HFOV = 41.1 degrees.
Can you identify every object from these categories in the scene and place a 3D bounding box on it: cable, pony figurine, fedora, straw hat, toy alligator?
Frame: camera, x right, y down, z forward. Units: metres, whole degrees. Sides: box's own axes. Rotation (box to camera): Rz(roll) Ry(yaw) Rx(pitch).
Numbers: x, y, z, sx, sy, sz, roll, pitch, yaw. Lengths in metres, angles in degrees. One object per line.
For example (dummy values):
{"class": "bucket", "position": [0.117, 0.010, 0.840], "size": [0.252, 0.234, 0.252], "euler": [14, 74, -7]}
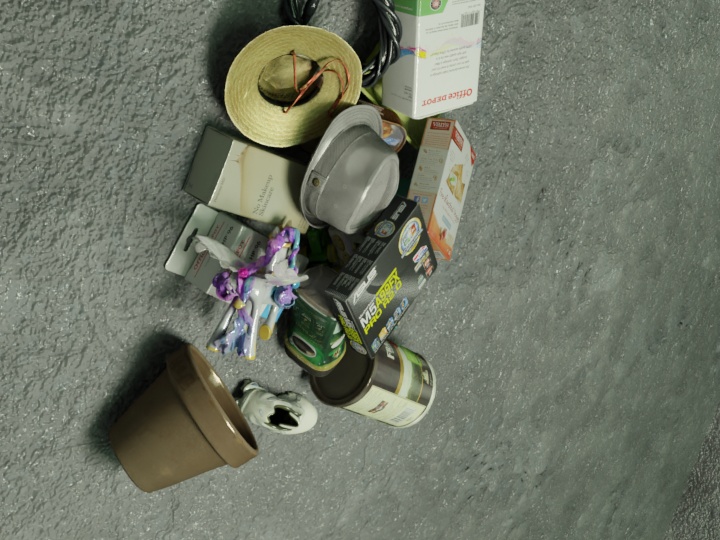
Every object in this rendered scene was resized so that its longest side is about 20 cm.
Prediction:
{"class": "cable", "position": [-0.023, -0.354, 1.398], "size": [0.162, 0.051, 0.202], "euler": [-19, 122, -7]}
{"class": "pony figurine", "position": [-0.153, 0.022, 1.364], "size": [0.193, 0.165, 0.202], "euler": [-11, 122, -77]}
{"class": "fedora", "position": [-0.003, -0.134, 1.419], "size": [0.176, 0.090, 0.201], "euler": [-6, 128, -59]}
{"class": "straw hat", "position": [-0.104, -0.278, 1.367], "size": [0.199, 0.085, 0.202], "euler": [-12, 132, -13]}
{"class": "toy alligator", "position": [-0.068, -0.040, 1.571], "size": [0.054, 0.059, 0.202], "euler": [-78, 161, -56]}

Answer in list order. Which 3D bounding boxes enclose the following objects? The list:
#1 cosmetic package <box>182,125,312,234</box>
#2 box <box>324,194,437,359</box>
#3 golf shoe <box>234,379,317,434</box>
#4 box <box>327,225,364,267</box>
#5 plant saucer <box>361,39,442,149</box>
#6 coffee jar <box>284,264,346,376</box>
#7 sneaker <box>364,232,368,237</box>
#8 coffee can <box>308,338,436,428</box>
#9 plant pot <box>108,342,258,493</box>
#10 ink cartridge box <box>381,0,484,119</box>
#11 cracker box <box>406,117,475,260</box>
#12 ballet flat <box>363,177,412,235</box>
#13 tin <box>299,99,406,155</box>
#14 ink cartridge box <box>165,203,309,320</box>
{"class": "cosmetic package", "position": [-0.151, -0.130, 1.420], "size": [0.199, 0.073, 0.104], "euler": [13, 102, -48]}
{"class": "box", "position": [0.037, 0.012, 1.468], "size": [0.201, 0.044, 0.161], "euler": [-53, 147, -24]}
{"class": "golf shoe", "position": [-0.128, 0.253, 1.637], "size": [0.199, 0.097, 0.079], "euler": [24, 93, -50]}
{"class": "box", "position": [0.000, 0.000, 1.583], "size": [0.039, 0.041, 0.201], "euler": [-50, 136, -34]}
{"class": "plant saucer", "position": [0.084, -0.333, 1.559], "size": [0.201, 0.048, 0.200], "euler": [-57, 139, -5]}
{"class": "coffee jar", "position": [-0.066, 0.087, 1.554], "size": [0.085, 0.104, 0.201], "euler": [-44, 163, -32]}
{"class": "sneaker", "position": [0.055, -0.048, 1.624], "size": [0.115, 0.076, 0.200], "euler": [-44, 175, -21]}
{"class": "coffee can", "position": [0.023, 0.191, 1.713], "size": [0.199, 0.146, 0.147], "euler": [28, 91, -49]}
{"class": "plant pot", "position": [-0.274, 0.237, 1.434], "size": [0.174, 0.201, 0.201], "euler": [-32, 134, -5]}
{"class": "ink cartridge box", "position": [0.111, -0.351, 1.474], "size": [0.144, 0.084, 0.202], "euler": [-21, 125, -36]}
{"class": "cracker box", "position": [0.131, -0.135, 1.603], "size": [0.134, 0.057, 0.202], "euler": [42, 59, -62]}
{"class": "ballet flat", "position": [0.036, -0.093, 1.639], "size": [0.199, 0.068, 0.073], "euler": [-32, 151, -28]}
{"class": "tin", "position": [-0.015, -0.215, 1.493], "size": [0.199, 0.042, 0.112], "euler": [9, 138, -46]}
{"class": "ink cartridge box", "position": [-0.184, -0.009, 1.456], "size": [0.199, 0.068, 0.117], "euler": [27, 92, -48]}
